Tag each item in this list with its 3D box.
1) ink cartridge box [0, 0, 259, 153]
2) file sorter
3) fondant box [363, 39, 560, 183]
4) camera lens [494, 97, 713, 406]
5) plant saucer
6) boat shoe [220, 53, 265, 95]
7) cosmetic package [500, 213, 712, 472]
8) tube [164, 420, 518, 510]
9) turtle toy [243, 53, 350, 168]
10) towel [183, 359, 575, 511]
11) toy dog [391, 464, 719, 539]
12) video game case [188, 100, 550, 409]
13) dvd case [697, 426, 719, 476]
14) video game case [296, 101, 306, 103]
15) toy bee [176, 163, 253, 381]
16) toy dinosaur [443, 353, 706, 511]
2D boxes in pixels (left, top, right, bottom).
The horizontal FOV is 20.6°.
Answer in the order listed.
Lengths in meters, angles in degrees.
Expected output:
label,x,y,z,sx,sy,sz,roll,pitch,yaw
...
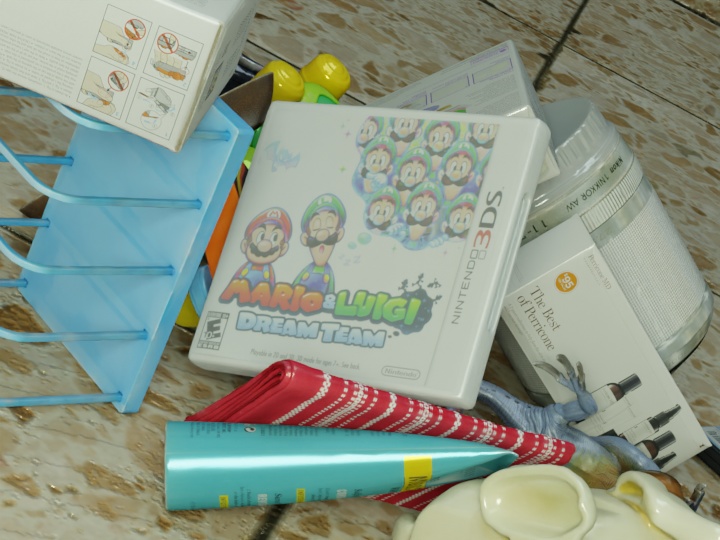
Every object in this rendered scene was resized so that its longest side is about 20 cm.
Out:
label,x,y,z,sx,sy,sz,roll,pitch,yaw
ink cartridge box,-0.160,-0.167,1.121,0.199,0.084,0.176,23,26,0
file sorter,-0.180,-0.035,1.175,0.122,0.201,0.139,0,33,-43
fondant box,0.061,-0.092,1.432,0.200,0.144,0.058,-86,151,-71
camera lens,0.159,-0.007,1.487,0.201,0.159,0.160,58,15,-16
plant saucer,-0.141,-0.077,1.373,0.032,0.200,0.200,61,23,-3
boat shoe,-0.168,-0.166,1.634,0.199,0.093,0.075,25,21,-6
cosmetic package,0.166,0.063,1.387,0.200,0.082,0.051,56,5,-30
tube,-0.013,0.110,1.136,0.199,0.051,0.077,-1,-8,-4
turtle toy,-0.073,-0.082,1.525,0.101,0.146,0.200,53,27,9
towel,0.008,0.102,1.187,0.199,0.145,0.023,17,62,-25
toy dog,0.135,0.183,1.175,0.199,0.140,0.193,4,-6,-43
video game case,0.003,-0.015,1.218,0.199,0.183,0.024,6,-19,32
dvd case,0.363,0.173,1.598,0.199,0.018,0.143,5,31,-47
video game case,0.000,0.000,1.344,0.017,0.201,0.143,-27,47,-21
toy bee,-0.069,0.027,1.320,0.130,0.201,0.109,-3,-20,24
toy dinosaur,0.132,0.137,1.349,0.181,0.105,0.200,34,-12,24
